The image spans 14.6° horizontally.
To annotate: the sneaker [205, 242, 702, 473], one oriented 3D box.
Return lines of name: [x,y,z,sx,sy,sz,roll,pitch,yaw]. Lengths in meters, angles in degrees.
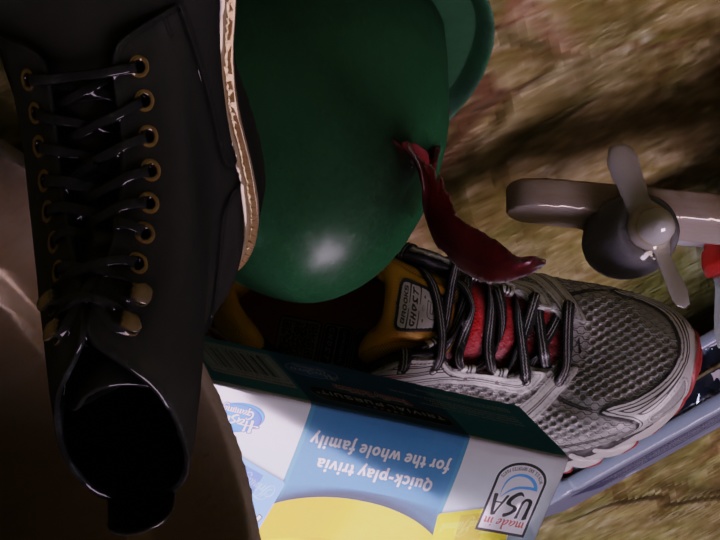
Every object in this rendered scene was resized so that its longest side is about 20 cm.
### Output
sneaker: [0.032,0.031,1.085,0.199,0.078,0.082,2,162,2]

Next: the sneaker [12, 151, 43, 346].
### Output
sneaker: [-0.122,0.034,1.015,0.077,0.085,0.200,-21,159,-11]

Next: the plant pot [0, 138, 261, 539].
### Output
plant pot: [-0.161,0.085,0.865,0.183,0.201,0.200,-30,154,23]

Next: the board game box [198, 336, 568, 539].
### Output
board game box: [-0.032,0.132,1.002,0.151,0.047,0.201,13,106,-29]

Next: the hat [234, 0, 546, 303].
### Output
hat: [0.000,0.000,0.970,0.165,0.176,0.200,-36,152,15]

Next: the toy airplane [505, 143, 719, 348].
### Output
toy airplane: [0.184,-0.016,1.146,0.199,0.142,0.199,-20,146,22]

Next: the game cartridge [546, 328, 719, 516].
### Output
game cartridge: [0.158,0.058,1.323,0.200,0.041,0.133,-31,167,16]

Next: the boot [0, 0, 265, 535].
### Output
boot: [-0.073,-0.038,0.804,0.077,0.139,0.200,-10,131,15]
